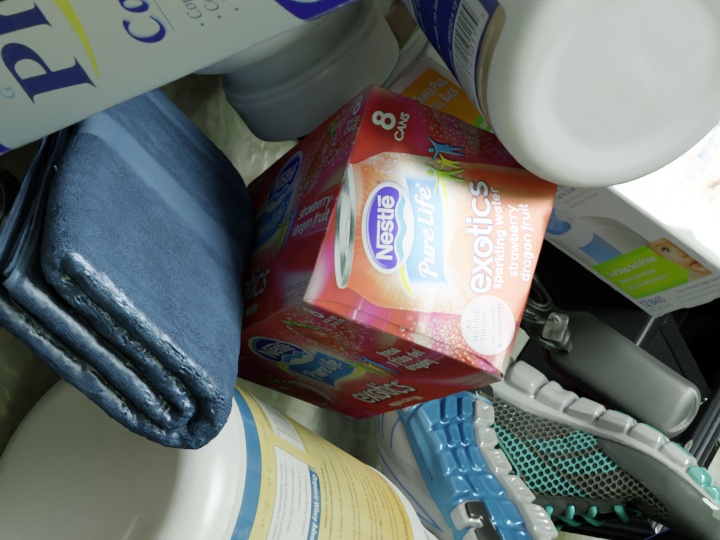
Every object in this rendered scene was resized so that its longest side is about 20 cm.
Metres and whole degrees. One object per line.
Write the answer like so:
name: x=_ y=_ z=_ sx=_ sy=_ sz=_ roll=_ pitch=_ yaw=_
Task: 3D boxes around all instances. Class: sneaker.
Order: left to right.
sneaker: x=0.031 y=0.103 z=0.907 sx=0.075 sy=0.087 sz=0.201 roll=11 pitch=46 yaw=-38
sneaker: x=0.108 y=0.113 z=0.945 sx=0.091 sy=0.200 sz=0.078 roll=-60 pitch=148 yaw=-8

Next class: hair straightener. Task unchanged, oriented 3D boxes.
hair straightener: x=0.103 y=0.019 z=0.947 sx=0.200 sy=0.077 sz=0.041 roll=42 pitch=83 yaw=4

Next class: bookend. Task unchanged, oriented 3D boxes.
bookend: x=0.151 y=0.021 z=1.045 sx=0.199 sy=0.092 sz=0.200 roll=-53 pitch=127 yaw=-30

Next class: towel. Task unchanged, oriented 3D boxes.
towel: x=-0.093 y=-0.012 z=0.725 sx=0.112 sy=0.048 sz=0.200 roll=46 pitch=18 yaw=-21

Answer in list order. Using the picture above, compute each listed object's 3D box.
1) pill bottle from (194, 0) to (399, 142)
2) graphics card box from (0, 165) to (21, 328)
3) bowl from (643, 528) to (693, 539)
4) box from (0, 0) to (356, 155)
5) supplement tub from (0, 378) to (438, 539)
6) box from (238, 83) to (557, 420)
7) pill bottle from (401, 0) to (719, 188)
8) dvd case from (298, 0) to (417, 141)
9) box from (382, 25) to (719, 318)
pill bottle: x=-0.064 y=-0.159 z=0.774 sx=0.111 sy=0.111 sz=0.200 roll=-52 pitch=124 yaw=-31
graphics card box: x=-0.214 y=0.024 z=0.679 sx=0.126 sy=0.051 sz=0.201 roll=48 pitch=58 yaw=-37
bowl: x=0.142 y=0.199 z=0.932 sx=0.200 sy=0.200 sz=0.039 roll=-38 pitch=94 yaw=-39
box: x=-0.108 y=-0.162 z=0.643 sx=0.184 sy=0.199 sz=0.105 roll=56 pitch=30 yaw=-26
supplement tub: x=-0.058 y=0.136 z=0.788 sx=0.200 sy=0.144 sz=0.145 roll=36 pitch=67 yaw=-42
box: x=0.000 y=0.000 z=0.791 sx=0.095 sy=0.200 sz=0.100 roll=22 pitch=75 yaw=-14
pill bottle: x=0.073 y=-0.135 z=0.738 sx=0.115 sy=0.200 sz=0.116 roll=-13 pitch=133 yaw=-15
dvd case: x=0.005 y=-0.158 z=0.926 sx=0.143 sy=0.017 sz=0.201 roll=43 pitch=62 yaw=-39
box: x=0.119 y=-0.079 z=0.892 sx=0.200 sy=0.112 sz=0.102 roll=35 pitch=74 yaw=-8
